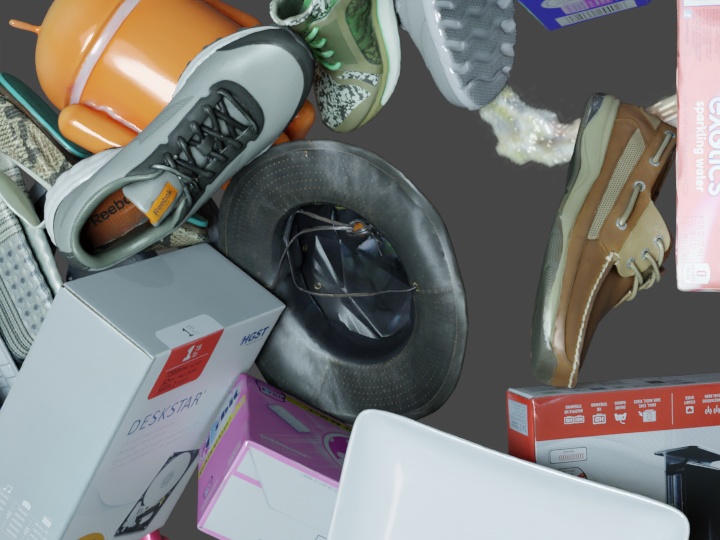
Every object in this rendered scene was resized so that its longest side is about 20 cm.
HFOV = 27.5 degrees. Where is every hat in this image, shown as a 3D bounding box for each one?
[{"bbox_3d":[0.000,0.000,0.971,0.200,0.081,0.201,12,116,25],"label":"hat"}]

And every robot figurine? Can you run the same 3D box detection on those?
[{"bbox_3d":[-0.130,-0.129,0.985,0.200,0.117,0.144,33,86,-1],"label":"robot figurine"}]

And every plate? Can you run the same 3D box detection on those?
[{"bbox_3d":[0.070,0.198,0.843,0.199,0.032,0.201,17,99,19],"label":"plate"}]

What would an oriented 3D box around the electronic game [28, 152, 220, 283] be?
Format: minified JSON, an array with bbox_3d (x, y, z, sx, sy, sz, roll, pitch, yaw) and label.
[{"bbox_3d":[-0.174,0.010,1.054,0.199,0.042,0.201,2,95,26],"label":"electronic game"}]

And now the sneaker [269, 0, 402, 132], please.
[{"bbox_3d":[-0.026,-0.166,0.932,0.077,0.088,0.200,41,145,32],"label":"sneaker"}]

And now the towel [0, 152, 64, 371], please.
[{"bbox_3d":[-0.304,-0.013,1.083,0.192,0.035,0.200,-29,85,36],"label":"towel"}]

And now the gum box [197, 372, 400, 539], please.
[{"bbox_3d":[-0.001,0.153,0.935,0.200,0.114,0.066,28,102,-13],"label":"gum box"}]

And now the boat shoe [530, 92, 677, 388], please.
[{"bbox_3d":[0.153,-0.021,0.894,0.074,0.076,0.200,14,63,8],"label":"boat shoe"}]

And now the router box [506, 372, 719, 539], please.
[{"bbox_3d":[0.192,0.155,0.894,0.199,0.049,0.180,-4,93,-14],"label":"router box"}]

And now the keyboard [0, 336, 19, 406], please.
[{"bbox_3d":[-0.264,0.084,1.060,0.056,0.011,0.200,-10,115,31],"label":"keyboard"}]

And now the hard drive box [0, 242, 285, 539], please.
[{"bbox_3d":[-0.156,0.093,0.940,0.077,0.156,0.200,37,115,17],"label":"hard drive box"}]

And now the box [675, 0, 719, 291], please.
[{"bbox_3d":[0.245,-0.089,0.886,0.102,0.095,0.201,0,94,18],"label":"box"}]

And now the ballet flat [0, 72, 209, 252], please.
[{"bbox_3d":[-0.193,-0.054,0.991,0.200,0.068,0.075,36,97,15],"label":"ballet flat"}]

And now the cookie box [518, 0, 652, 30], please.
[{"bbox_3d":[0.113,-0.258,0.880,0.075,0.171,0.201,-13,89,15],"label":"cookie box"}]

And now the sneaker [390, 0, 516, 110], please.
[{"bbox_3d":[0.037,-0.198,0.972,0.082,0.075,0.201,-21,92,52],"label":"sneaker"}]

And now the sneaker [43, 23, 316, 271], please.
[{"bbox_3d":[-0.104,-0.068,0.890,0.200,0.079,0.074,-41,116,4],"label":"sneaker"}]

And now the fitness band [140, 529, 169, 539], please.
[{"bbox_3d":[-0.078,0.196,1.039,0.144,0.037,0.200,-43,82,15],"label":"fitness band"}]
